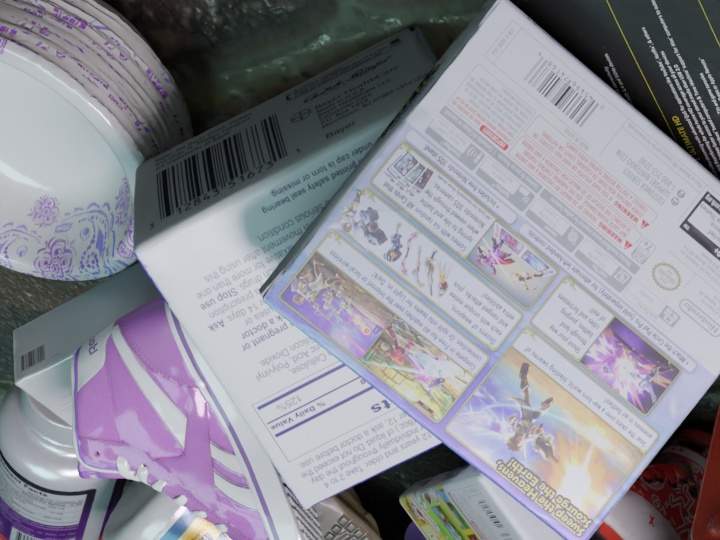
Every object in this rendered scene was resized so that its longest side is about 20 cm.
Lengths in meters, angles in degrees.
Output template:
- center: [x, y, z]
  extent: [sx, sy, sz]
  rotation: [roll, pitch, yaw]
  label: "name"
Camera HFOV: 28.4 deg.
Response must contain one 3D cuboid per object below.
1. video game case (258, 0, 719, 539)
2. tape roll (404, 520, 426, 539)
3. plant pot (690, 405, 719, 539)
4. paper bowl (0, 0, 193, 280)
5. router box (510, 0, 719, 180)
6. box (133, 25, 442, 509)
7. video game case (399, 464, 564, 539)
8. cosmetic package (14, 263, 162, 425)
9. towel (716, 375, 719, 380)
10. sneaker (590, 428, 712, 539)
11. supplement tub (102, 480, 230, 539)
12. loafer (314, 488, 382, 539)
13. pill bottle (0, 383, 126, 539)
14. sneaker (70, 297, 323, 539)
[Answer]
- center: [0.083, 0.002, 0.691]
  extent: [0.200, 0.181, 0.045]
  rotation: [39, 179, -7]
  label: "video game case"
- center: [0.121, 0.236, 0.992]
  extent: [0.200, 0.066, 0.200]
  rotation: [42, 155, 25]
  label: "tape roll"
- center: [0.276, 0.138, 0.737]
  extent: [0.200, 0.200, 0.176]
  rotation: [-8, 133, 35]
  label: "plant pot"
- center: [-0.198, -0.097, 0.874]
  extent: [0.200, 0.104, 0.201]
  rotation: [14, 141, 12]
  label: "paper bowl"
- center: [0.178, -0.081, 0.715]
  extent: [0.149, 0.051, 0.200]
  rotation: [-10, 125, 39]
  label: "router box"
- center: [0.000, 0.000, 0.799]
  extent: [0.184, 0.105, 0.200]
  rotation: [-26, 119, 5]
  label: "box"
- center: [0.109, 0.202, 0.837]
  extent: [0.200, 0.023, 0.182]
  rotation: [53, 162, 3]
  label: "video game case"
- center: [-0.117, 0.031, 0.914]
  extent: [0.200, 0.051, 0.083]
  rotation: [-27, 135, 12]
  label: "cosmetic package"
- center: [0.148, 0.077, 0.828]
  extent: [0.023, 0.144, 0.200]
  rotation: [64, 156, 24]
  label: "towel"
- center: [0.175, 0.136, 0.876]
  extent: [0.201, 0.108, 0.067]
  rotation: [37, 157, -30]
  label: "sneaker"
- center: [-0.080, 0.214, 1.090]
  extent: [0.200, 0.145, 0.145]
  rotation: [40, 138, -11]
  label: "supplement tub"
- center: [-0.059, 0.129, 0.919]
  extent: [0.076, 0.067, 0.200]
  rotation: [-35, 110, 3]
  label: "loafer"
- center: [-0.238, 0.143, 1.138]
  extent: [0.111, 0.112, 0.200]
  rotation: [28, 139, 3]
  label: "pill bottle"
- center: [-0.101, 0.120, 0.842]
  extent: [0.114, 0.073, 0.201]
  rotation: [-27, 91, 5]
  label: "sneaker"
